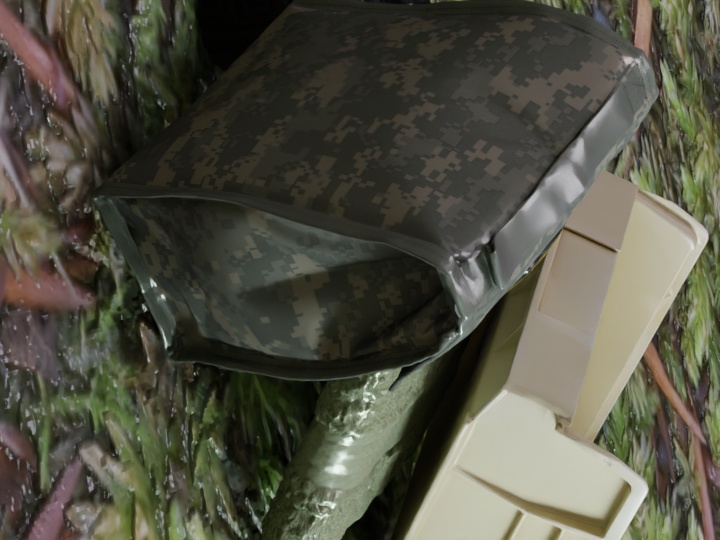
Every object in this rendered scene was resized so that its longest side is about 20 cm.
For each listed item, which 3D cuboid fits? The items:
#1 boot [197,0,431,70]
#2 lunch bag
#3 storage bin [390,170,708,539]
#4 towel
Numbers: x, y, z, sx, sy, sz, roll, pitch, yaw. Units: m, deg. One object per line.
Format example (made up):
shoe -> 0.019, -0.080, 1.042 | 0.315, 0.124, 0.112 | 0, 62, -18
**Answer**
boot -> -0.015, -0.177, 1.365 | 0.158, 0.079, 0.213 | 15, 78, -58
lunch bag -> 0.017, -0.035, 1.182 | 0.164, 0.199, 0.118 | -47, 126, -35
storage bin -> 0.090, 0.080, 1.378 | 0.201, 0.093, 0.199 | -68, -178, -50
towel -> 0.018, 0.054, 1.319 | 0.149, 0.036, 0.200 | -66, 168, 24
